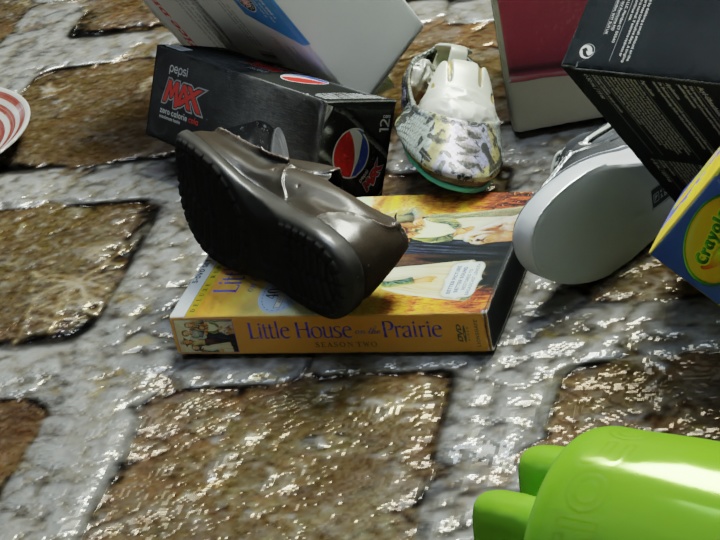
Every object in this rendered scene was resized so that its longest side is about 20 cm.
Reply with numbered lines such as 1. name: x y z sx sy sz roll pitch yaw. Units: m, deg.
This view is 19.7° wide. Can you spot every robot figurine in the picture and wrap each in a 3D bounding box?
1. robot figurine: 0.146 0.130 0.868 0.199 0.117 0.175 7 26 32

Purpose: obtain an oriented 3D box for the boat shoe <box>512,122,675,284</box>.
1. boat shoe: 0.147 -0.054 1.251 0.067 0.072 0.199 17 38 40

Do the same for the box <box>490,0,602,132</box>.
1. box: 0.138 -0.216 1.413 0.108 0.202 0.128 -9 28 5

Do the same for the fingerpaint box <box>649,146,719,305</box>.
1. fingerpaint box: 0.261 -0.039 0.979 0.166 0.200 0.073 37 40 1

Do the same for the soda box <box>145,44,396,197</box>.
1. soda box: -0.065 -0.102 1.413 0.063 0.071 0.199 -1 16 -39

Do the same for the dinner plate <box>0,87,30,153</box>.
1. dinner plate: -0.345 -0.090 1.571 0.198 0.024 0.201 -10 29 6

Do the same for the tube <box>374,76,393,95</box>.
1. tube: -0.018 -0.168 1.555 0.052 0.058 0.201 19 29 -16

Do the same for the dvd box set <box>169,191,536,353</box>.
1. dvd box set: 0.000 0.000 1.257 0.198 0.030 0.147 -1 30 20

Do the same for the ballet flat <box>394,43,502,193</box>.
1. ballet flat: 0.058 -0.110 1.357 0.071 0.073 0.201 -12 19 1

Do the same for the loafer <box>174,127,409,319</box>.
1. loafer: -0.042 -0.032 1.235 0.071 0.074 0.200 -22 38 -29

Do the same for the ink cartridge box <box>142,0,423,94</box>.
1. ink cartridge box: -0.072 -0.203 1.478 0.084 0.145 0.199 -53 35 -14

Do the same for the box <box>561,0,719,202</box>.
1. box: 0.222 -0.088 1.143 0.140 0.200 0.079 14 73 37
